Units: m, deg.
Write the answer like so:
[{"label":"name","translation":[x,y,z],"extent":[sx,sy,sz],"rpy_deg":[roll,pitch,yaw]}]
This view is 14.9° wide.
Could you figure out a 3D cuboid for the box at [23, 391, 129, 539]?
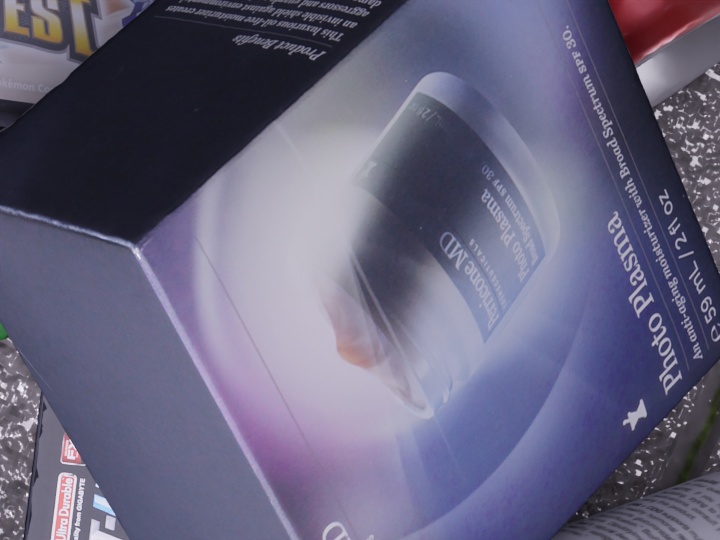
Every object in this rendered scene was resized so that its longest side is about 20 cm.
[{"label":"box","translation":[-0.031,0.123,1.045],"extent":[0.197,0.050,0.201],"rpy_deg":[6,86,-1]}]

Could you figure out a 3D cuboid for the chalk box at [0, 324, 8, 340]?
[{"label":"chalk box","translation":[-0.201,-0.045,0.970],"extent":[0.123,0.200,0.125],"rpy_deg":[-16,73,-4]}]

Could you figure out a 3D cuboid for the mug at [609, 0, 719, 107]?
[{"label":"mug","translation":[0.063,-0.160,1.018],"extent":[0.133,0.178,0.201],"rpy_deg":[-30,82,-15]}]

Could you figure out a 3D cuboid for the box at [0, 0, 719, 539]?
[{"label":"box","translation":[0.000,0.000,0.914],"extent":[0.198,0.123,0.201],"rpy_deg":[-43,125,-25]}]

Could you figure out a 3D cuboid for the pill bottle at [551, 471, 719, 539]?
[{"label":"pill bottle","translation":[0.112,0.137,0.988],"extent":[0.199,0.113,0.114],"rpy_deg":[-16,85,-29]}]

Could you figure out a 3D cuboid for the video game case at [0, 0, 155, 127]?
[{"label":"video game case","translation":[-0.146,-0.142,0.908],"extent":[0.199,0.025,0.182],"rpy_deg":[7,79,-30]}]
